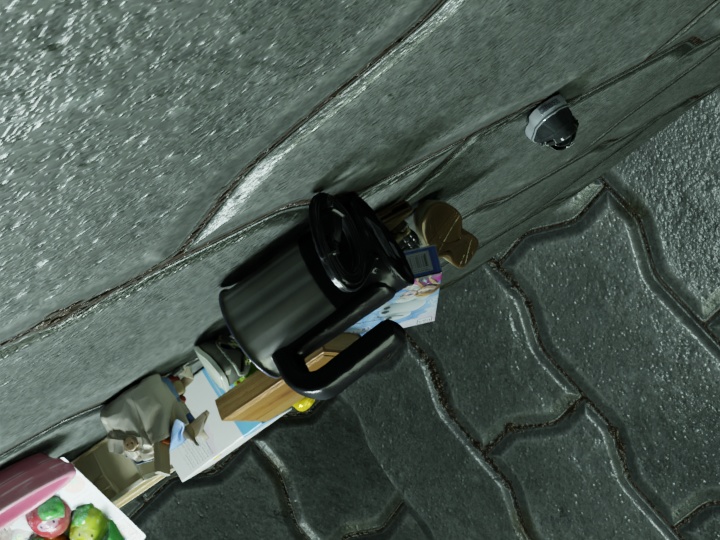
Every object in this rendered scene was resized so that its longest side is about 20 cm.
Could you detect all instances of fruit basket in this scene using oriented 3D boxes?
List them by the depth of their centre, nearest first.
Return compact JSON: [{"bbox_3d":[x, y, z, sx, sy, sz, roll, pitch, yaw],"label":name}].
[{"bbox_3d":[-0.453,0.395,1.774,0.184,0.200,0.094,-34,-145,6],"label":"fruit basket"}]

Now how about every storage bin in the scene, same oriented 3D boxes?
[{"bbox_3d":[-0.422,0.346,1.937,0.198,0.094,0.200,-35,174,6],"label":"storage bin"}]

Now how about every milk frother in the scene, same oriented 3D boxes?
[{"bbox_3d":[-0.062,0.013,1.231,0.187,0.181,0.200,-35,131,11],"label":"milk frother"}]

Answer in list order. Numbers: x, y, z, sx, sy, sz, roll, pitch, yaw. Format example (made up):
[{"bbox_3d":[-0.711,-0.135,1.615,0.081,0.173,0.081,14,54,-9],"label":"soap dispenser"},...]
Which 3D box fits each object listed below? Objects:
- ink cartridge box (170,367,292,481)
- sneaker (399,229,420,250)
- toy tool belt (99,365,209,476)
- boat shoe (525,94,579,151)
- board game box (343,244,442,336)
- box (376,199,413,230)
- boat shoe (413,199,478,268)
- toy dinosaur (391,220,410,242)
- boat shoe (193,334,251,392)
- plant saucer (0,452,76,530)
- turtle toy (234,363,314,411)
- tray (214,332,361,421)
[{"bbox_3d":[-0.236,0.231,1.872,0.199,0.126,0.128,-36,173,18],"label":"ink cartridge box"},{"bbox_3d":[0.000,0.000,1.719,0.200,0.076,0.088,-43,-160,12],"label":"sneaker"},{"bbox_3d":[-0.265,0.212,1.597,0.124,0.124,0.200,-35,174,10],"label":"toy tool belt"},{"bbox_3d":[0.264,-0.190,1.598,0.068,0.057,0.200,-35,174,9],"label":"boat shoe"},{"bbox_3d":[0.003,0.041,1.535,0.198,0.044,0.199,-13,161,-3],"label":"board game box"},{"bbox_3d":[-0.036,-0.014,1.534,0.163,0.021,0.200,-29,173,-33],"label":"box"},{"bbox_3d":[0.112,-0.061,1.721,0.072,0.065,0.200,-55,153,1],"label":"boat shoe"},{"bbox_3d":[0.026,0.019,1.658,0.201,0.088,0.047,-52,-177,17],"label":"toy dinosaur"},{"bbox_3d":[-0.180,0.119,1.584,0.060,0.072,0.202,-34,180,-8],"label":"boat shoe"},{"bbox_3d":[-0.470,0.301,1.546,0.199,0.051,0.201,-33,173,-4],"label":"plant saucer"},{"bbox_3d":[-0.109,0.126,1.744,0.199,0.145,0.102,-35,154,-35],"label":"turtle toy"},{"bbox_3d":[-0.094,0.147,1.600,0.199,0.037,0.098,-36,154,28],"label":"tray"}]
